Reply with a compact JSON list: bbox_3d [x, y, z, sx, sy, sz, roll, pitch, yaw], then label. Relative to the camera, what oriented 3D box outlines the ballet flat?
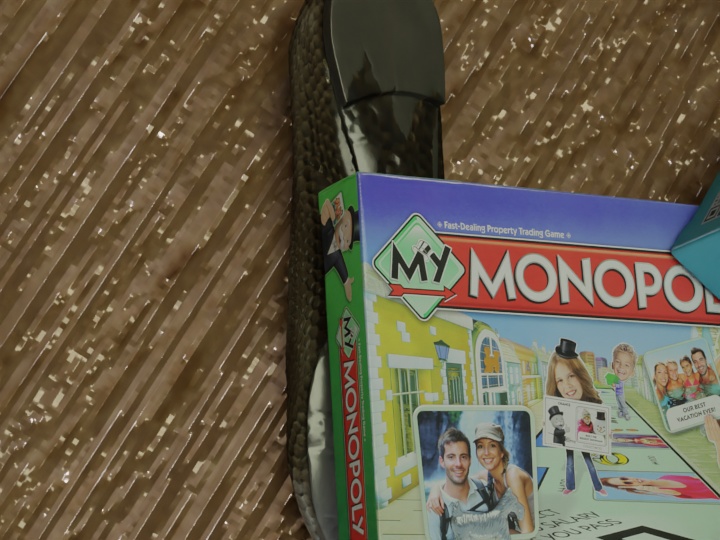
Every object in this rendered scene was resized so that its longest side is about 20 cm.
[{"bbox_3d":[0.000,0.000,0.772,0.067,0.046,0.201,2,80,-30],"label":"ballet flat"}]

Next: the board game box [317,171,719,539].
[{"bbox_3d":[0.083,0.044,0.760,0.199,0.029,0.135,4,75,-28],"label":"board game box"}]

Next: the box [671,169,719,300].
[{"bbox_3d":[0.201,0.024,0.786,0.200,0.049,0.082,42,60,-13],"label":"box"}]
